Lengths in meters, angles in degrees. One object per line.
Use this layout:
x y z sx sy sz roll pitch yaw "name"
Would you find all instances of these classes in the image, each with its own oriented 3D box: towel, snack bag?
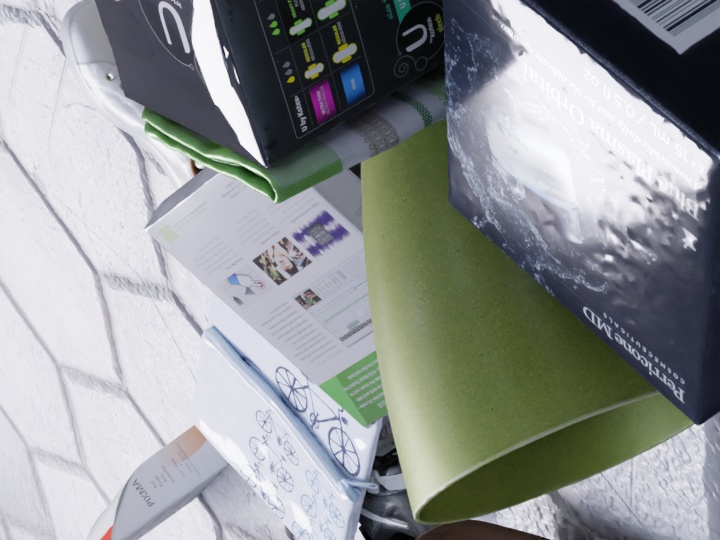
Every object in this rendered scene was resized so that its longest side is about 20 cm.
-0.002 -0.106 1.458 0.149 0.200 0.031 25 138 52 "towel"
-0.054 0.097 1.909 0.189 0.021 0.200 47 146 27 "snack bag"

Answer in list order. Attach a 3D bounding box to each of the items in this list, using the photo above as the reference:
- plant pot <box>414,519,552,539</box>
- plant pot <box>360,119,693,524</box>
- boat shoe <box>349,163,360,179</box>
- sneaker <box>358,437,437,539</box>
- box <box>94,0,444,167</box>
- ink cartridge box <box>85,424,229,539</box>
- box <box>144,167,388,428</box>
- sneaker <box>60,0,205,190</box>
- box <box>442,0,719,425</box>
0.133 0.252 1.705 0.200 0.187 0.187 -3 117 48 "plant pot"
0.080 0.011 1.507 0.187 0.187 0.201 122 128 -65 "plant pot"
0.000 0.000 1.775 0.069 0.057 0.200 37 149 40 "boat shoe"
0.007 0.158 1.951 0.200 0.066 0.091 5 121 60 "sneaker"
-0.026 -0.168 1.426 0.148 0.200 0.125 29 144 50 "box"
-0.212 0.213 2.296 0.050 0.200 0.162 56 157 6 "ink cartridge box"
-0.022 0.002 1.717 0.200 0.036 0.144 44 139 -12 "box"
-0.122 -0.113 1.877 0.200 0.073 0.085 50 156 -10 "sneaker"
0.143 -0.069 1.317 0.197 0.117 0.200 43 154 32 "box"
